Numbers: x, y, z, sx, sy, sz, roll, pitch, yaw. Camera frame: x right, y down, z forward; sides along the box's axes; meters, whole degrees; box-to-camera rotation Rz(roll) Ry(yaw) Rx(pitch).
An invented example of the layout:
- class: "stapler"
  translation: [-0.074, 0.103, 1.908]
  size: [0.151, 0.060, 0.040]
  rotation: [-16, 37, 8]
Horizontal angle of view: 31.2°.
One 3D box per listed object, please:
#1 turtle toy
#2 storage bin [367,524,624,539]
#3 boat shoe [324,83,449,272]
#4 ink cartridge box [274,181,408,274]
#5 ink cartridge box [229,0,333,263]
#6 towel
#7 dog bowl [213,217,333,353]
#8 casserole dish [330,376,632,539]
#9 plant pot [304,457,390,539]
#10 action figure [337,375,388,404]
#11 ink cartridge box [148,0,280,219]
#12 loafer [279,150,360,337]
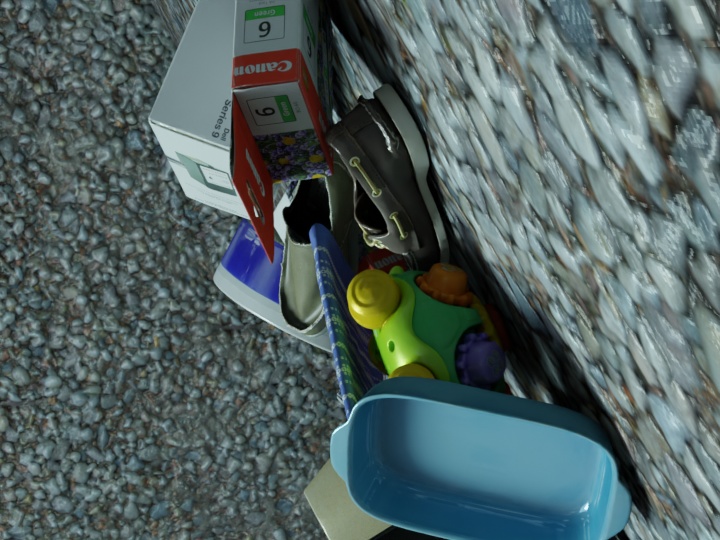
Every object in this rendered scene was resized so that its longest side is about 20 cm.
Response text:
- class: "turtle toy"
  translation: [0.067, 0.080, 0.932]
  size: [0.146, 0.100, 0.202]
  rotation: [69, 178, -66]
- class: "storage bin"
  translation: [0.096, 0.234, 0.975]
  size: [0.136, 0.198, 0.094]
  rotation: [58, 174, 16]
- class: "boat shoe"
  translation: [0.021, -0.053, 0.940]
  size: [0.072, 0.059, 0.201]
  rotation: [57, 173, 31]
- class: "ink cartridge box"
  translation: [0.000, 0.000, 1.163]
  size: [0.202, 0.050, 0.109]
  rotation: [59, 147, 16]
- class: "ink cartridge box"
  translation: [-0.051, -0.120, 0.879]
  size: [0.109, 0.050, 0.203]
  rotation: [69, -163, -59]
- class: "towel"
  translation: [0.003, 0.077, 1.008]
  size: [0.145, 0.024, 0.202]
  rotation: [62, -168, -55]
- class: "dog bowl"
  translation: [-0.058, 0.018, 1.421]
  size: [0.198, 0.080, 0.200]
  rotation: [27, -174, -3]
- class: "casserole dish"
  translation: [0.079, 0.125, 0.842]
  size: [0.039, 0.197, 0.122]
  rotation: [-66, -17, -51]
- class: "plant pot"
  translation: [0.049, 0.215, 1.320]
  size: [0.189, 0.198, 0.187]
  rotation: [59, 174, 11]
- class: "action figure"
  translation: [0.028, 0.076, 1.256]
  size: [0.202, 0.129, 0.069]
  rotation: [67, -172, 19]
- class: "ink cartridge box"
  translation: [-0.101, -0.144, 1.090]
  size: [0.083, 0.148, 0.200]
  rotation: [19, 167, 5]
- class: "loafer"
  translation: [-0.042, -0.031, 1.087]
  size: [0.075, 0.069, 0.202]
  rotation: [34, 124, 35]
